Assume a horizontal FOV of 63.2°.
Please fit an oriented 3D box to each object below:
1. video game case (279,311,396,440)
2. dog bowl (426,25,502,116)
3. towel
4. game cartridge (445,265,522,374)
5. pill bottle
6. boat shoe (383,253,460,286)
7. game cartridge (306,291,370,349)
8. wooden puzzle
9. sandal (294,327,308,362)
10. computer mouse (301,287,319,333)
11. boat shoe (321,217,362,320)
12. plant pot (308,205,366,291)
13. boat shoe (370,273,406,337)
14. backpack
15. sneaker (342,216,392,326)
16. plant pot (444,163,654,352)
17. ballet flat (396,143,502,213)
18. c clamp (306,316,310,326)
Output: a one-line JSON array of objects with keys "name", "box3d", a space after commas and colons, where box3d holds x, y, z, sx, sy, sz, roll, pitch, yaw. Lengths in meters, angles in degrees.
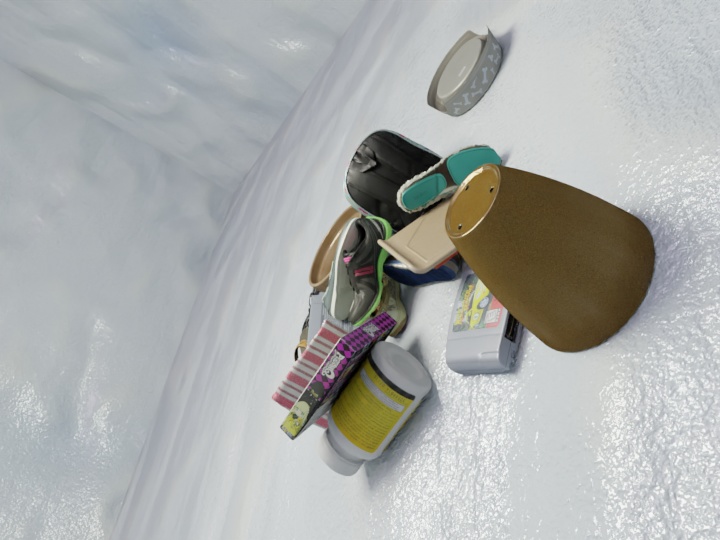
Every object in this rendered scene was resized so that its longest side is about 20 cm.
[{"name": "video game case", "box3d": [-0.030, 0.162, 0.938, 0.183, 0.036, 0.199, -56, -13, 19]}, {"name": "dog bowl", "box3d": [0.226, -0.425, 1.264, 0.201, 0.058, 0.203, -49, 26, 33]}, {"name": "towel", "box3d": [-0.056, 0.196, 1.070, 0.202, 0.145, 0.030, -54, 16, 18]}, {"name": "game cartridge", "box3d": [0.185, 0.048, 0.846, 0.133, 0.040, 0.204, -27, 41, 62]}, {"name": "pill bottle", "box3d": [0.015, 0.222, 0.924, 0.202, 0.110, 0.112, -56, 23, 15]}, {"name": "boat shoe", "box3d": [0.112, -0.019, 1.054, 0.198, 0.072, 0.074, -2, 57, 54]}, {"name": "game cartridge", "box3d": [-0.037, 0.111, 1.154, 0.202, 0.130, 0.041, -90, -7, -55]}, {"name": "wooden puzzle", "box3d": [0.140, -0.065, 0.971, 0.197, 0.038, 0.185, -30, 22, -6]}, {"name": "sandal", "box3d": [-0.124, 0.200, 1.329, 0.082, 0.054, 0.202, -54, 27, 30]}, {"name": "computer mouse", "box3d": [-0.084, 0.079, 1.399, 0.200, 0.052, 0.142, 144, 143, -67]}, {"name": "boat shoe", "box3d": [-0.036, -0.008, 1.125, 0.061, 0.072, 0.205, 29, 115, 45]}, {"name": "plant pot", "box3d": [-0.022, -0.034, 1.263, 0.202, 0.092, 0.203, -50, 21, 27]}, {"name": "boat shoe", "box3d": [0.037, 0.048, 1.134, 0.074, 0.062, 0.201, -52, 24, 13]}, {"name": "backpack", "box3d": [0.065, -0.170, 1.146, 0.181, 0.197, 0.151, -62, 7, 1]}, {"name": "sneaker", "box3d": [0.000, 0.000, 1.061, 0.077, 0.082, 0.205, 156, 125, -67]}, {"name": "plant pot", "box3d": [0.200, -0.032, 0.686, 0.187, 0.197, 0.189, -48, 25, 32]}, {"name": "ballet flat", "box3d": [0.152, -0.169, 1.044, 0.196, 0.073, 0.072, -24, 31, 6]}, {"name": "c clamp", "box3d": [-0.064, 0.137, 1.168, 0.202, 0.166, 0.028, -100, -1, -56]}]
